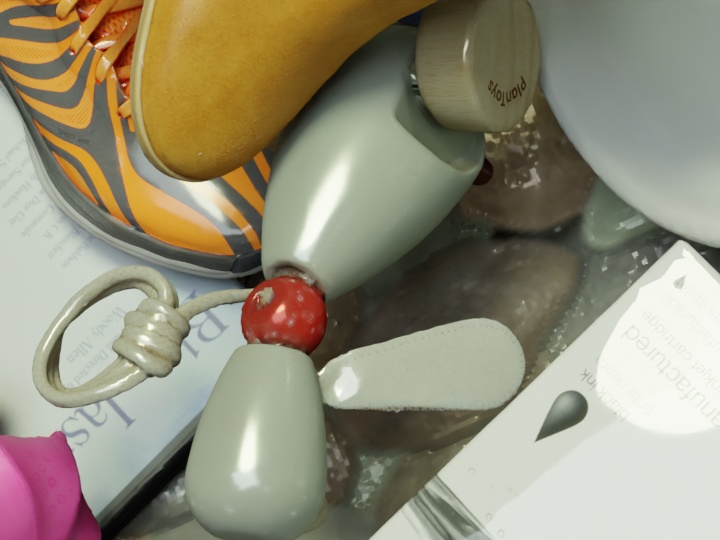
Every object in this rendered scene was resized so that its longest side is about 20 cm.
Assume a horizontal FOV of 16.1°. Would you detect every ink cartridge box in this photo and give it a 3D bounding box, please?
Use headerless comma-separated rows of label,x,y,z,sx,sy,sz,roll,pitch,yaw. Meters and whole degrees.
ink cartridge box,0.084,0.115,0.812,0.200,0.084,0.146,-44,70,0

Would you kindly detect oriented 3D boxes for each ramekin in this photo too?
ramekin,0.139,-0.113,0.790,0.098,0.200,0.201,-12,69,-33

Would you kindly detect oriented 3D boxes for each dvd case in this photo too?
dvd case,-0.137,0.010,0.930,0.143,0.018,0.200,-45,71,0

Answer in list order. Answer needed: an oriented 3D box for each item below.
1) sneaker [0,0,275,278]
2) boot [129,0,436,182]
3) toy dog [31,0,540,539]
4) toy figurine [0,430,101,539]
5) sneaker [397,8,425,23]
sneaker,-0.093,-0.089,0.883,0.078,0.112,0.200,-37,69,-25
boot,0.022,-0.101,0.750,0.144,0.071,0.201,27,88,45
toy dog,0.000,0.000,0.830,0.132,0.096,0.200,25,77,43
toy figurine,-0.181,0.088,0.870,0.184,0.150,0.200,-14,55,6
sneaker,-0.050,-0.131,0.841,0.081,0.199,0.115,4,59,45
